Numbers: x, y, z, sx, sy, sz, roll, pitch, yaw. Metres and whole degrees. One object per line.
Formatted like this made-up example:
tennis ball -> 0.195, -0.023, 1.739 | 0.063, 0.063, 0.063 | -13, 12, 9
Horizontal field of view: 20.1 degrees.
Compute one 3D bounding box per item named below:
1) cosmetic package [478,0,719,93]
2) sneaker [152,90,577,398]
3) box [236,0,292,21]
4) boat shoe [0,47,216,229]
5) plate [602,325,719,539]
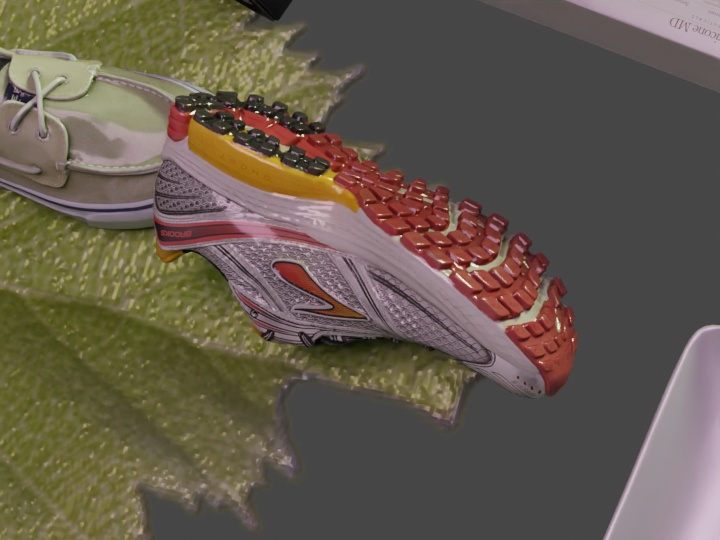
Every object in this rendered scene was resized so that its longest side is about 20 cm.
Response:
cosmetic package -> 0.094, -0.142, 0.850 | 0.200, 0.051, 0.083 | 26, 81, 28
sneaker -> 0.000, 0.000, 0.838 | 0.200, 0.078, 0.082 | 30, 114, 23
box -> -0.050, -0.237, 0.948 | 0.160, 0.044, 0.200 | 32, 87, 28
boat shoe -> -0.147, -0.065, 0.917 | 0.200, 0.062, 0.072 | 8, 75, 24
plate -> 0.174, 0.141, 0.729 | 0.199, 0.032, 0.200 | 21, 81, 28
